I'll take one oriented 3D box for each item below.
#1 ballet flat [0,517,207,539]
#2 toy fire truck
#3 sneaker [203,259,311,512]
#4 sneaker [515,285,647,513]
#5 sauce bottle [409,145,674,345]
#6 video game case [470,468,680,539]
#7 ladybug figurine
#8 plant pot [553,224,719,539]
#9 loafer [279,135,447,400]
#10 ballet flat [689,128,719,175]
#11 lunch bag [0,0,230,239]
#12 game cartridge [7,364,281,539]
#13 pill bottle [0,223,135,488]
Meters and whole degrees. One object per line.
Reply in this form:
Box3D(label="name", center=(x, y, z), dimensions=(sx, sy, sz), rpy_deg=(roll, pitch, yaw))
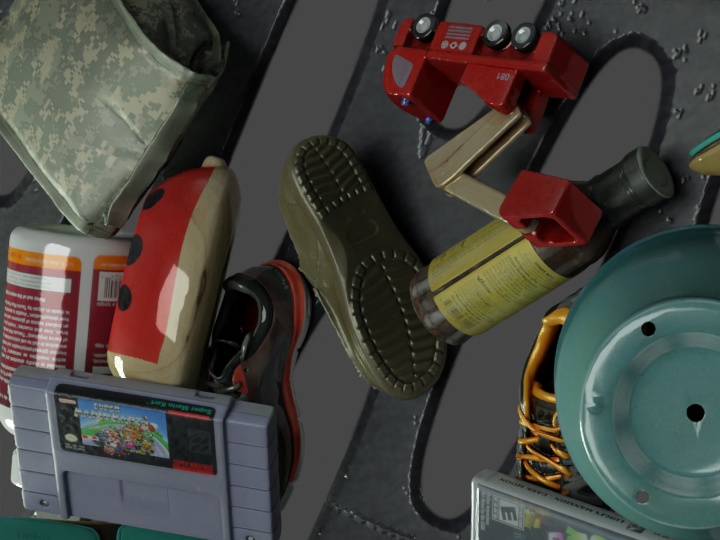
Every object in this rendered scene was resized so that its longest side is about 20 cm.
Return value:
Box3D(label="ballet flat", center=(-0.193, 0.225, 1.750), dimensions=(0.199, 0.069, 0.063), rpy_deg=(7, 129, -5))
Box3D(label="toy fire truck", center=(0.087, -0.097, 1.554), dimensions=(0.200, 0.049, 0.141), rpy_deg=(11, 73, 42))
Box3D(label="sneaker", center=(-0.091, 0.092, 1.707), dimensions=(0.077, 0.082, 0.201), rpy_deg=(5, 94, 35))
Box3D(label="sneaker", center=(0.135, 0.105, 1.551), dimensions=(0.078, 0.077, 0.201), rpy_deg=(14, 100, 33))
Box3D(label="sauce bottle", center=(0.125, -0.018, 1.562), dimensions=(0.200, 0.065, 0.065), rpy_deg=(-31, 74, 32))
Box3D(label="video game case", center=(0.151, 0.249, 1.540), dimensions=(0.181, 0.023, 0.201), rpy_deg=(17, 118, 34))
Box3D(label="ladybug figurine", center=(-0.139, 0.011, 1.704), dimensions=(0.072, 0.136, 0.201), rpy_deg=(14, 87, -1))
Box3D(label="plant pot", center=(0.206, 0.075, 1.392), dimensions=(0.199, 0.188, 0.201), rpy_deg=(1, 93, 12))
Box3D(label="loafer", center=(0.000, 0.000, 1.651), dimensions=(0.201, 0.076, 0.067), rpy_deg=(68, 158, 5))
Box3D(label="ballet flat", center=(0.295, -0.100, 1.440), dimensions=(0.200, 0.069, 0.063), rpy_deg=(-37, 85, 32))
Box3D(label="lunch bag", center=(-0.187, -0.141, 1.736), dimensions=(0.164, 0.117, 0.200), rpy_deg=(-53, 49, 25))
Box3D(label="game cartridge", center=(-0.158, 0.137, 1.680), dimensions=(0.199, 0.038, 0.130), rpy_deg=(8, 132, 12))
Box3D(label="pill bottle", center=(-0.223, 0.068, 1.782), dimensions=(0.113, 0.113, 0.201), rpy_deg=(8, 96, 35))
